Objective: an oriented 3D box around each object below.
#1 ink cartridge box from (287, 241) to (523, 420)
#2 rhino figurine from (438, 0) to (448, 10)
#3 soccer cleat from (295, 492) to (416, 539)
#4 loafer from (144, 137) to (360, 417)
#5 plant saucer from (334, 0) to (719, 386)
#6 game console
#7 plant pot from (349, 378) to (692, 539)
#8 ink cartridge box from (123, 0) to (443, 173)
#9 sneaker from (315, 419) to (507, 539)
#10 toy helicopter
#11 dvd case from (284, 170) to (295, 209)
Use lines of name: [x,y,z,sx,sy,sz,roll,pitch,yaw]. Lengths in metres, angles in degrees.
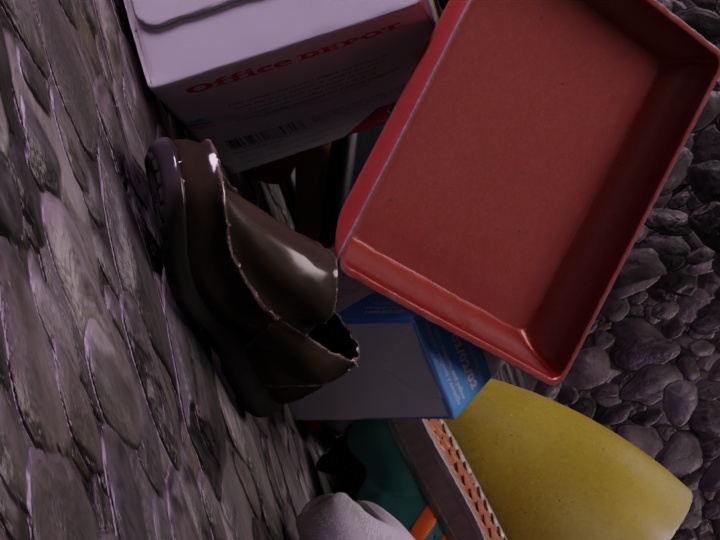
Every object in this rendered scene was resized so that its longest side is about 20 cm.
ink cartridge box: [0.048,0.000,1.472,0.200,0.115,0.068,-45,122,-41]
rhino figurine: [0.067,-0.155,1.394,0.087,0.060,0.200,-116,-174,-52]
soccer cleat: [0.007,0.152,1.360,0.086,0.070,0.200,54,-5,11]
loafer: [-0.048,-0.004,1.258,0.200,0.071,0.073,65,10,-58]
plant saucer: [0.081,-0.063,1.354,0.037,0.200,0.200,27,-1,43]
game console: [0.000,0.000,1.580,0.177,0.031,0.200,43,53,-80]
plant pot: [0.076,0.147,1.594,0.142,0.200,0.200,47,7,-3]
ink cartridge box: [-0.041,-0.156,1.399,0.200,0.145,0.145,51,22,-78]
sneaker: [0.042,0.171,1.484,0.200,0.080,0.071,65,14,19]
toy helicopter: [-0.028,-0.082,1.629,0.132,0.079,0.200,-60,152,-71]
dvd case: [0.017,-0.089,1.771,0.025,0.150,0.200,45,-20,52]
